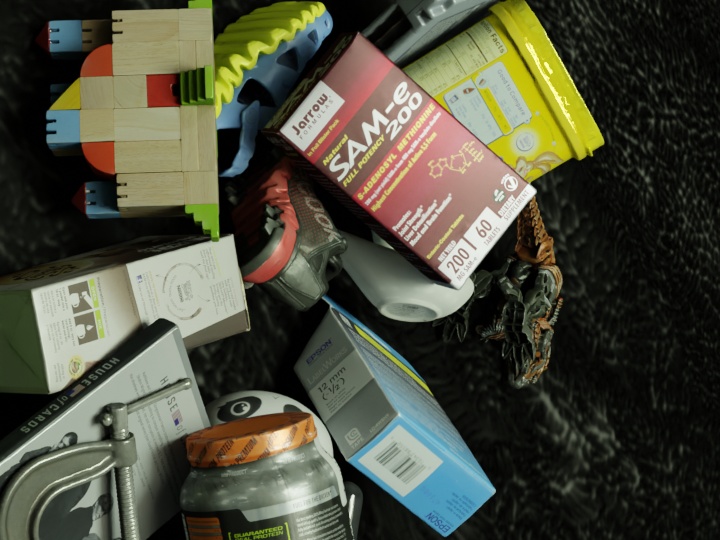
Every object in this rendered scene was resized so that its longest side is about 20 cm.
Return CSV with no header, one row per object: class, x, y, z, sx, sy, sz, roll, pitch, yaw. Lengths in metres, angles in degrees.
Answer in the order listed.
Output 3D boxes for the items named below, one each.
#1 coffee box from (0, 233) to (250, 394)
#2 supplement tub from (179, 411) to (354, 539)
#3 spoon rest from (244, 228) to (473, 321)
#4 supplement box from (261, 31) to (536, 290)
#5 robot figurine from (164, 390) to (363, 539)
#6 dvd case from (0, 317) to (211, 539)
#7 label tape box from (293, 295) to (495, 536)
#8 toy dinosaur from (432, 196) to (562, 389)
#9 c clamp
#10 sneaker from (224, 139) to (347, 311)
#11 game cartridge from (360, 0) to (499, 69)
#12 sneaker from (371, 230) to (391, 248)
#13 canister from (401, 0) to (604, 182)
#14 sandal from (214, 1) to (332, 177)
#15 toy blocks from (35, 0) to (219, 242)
coffee box,-0.195,0.031,1.495,0.200,0.113,0.080,-18,101,-44
supplement tub,-0.063,0.211,1.461,0.122,0.122,0.200,-15,97,-45
spoon rest,0.000,0.000,1.687,0.200,0.099,0.061,10,70,-16
supplement box,0.032,-0.088,1.608,0.200,0.061,0.109,40,84,-15
robot figurine,-0.090,0.195,1.587,0.150,0.125,0.200,28,69,-48
dvd case,-0.191,0.148,1.435,0.200,0.025,0.151,-39,133,-31
label tape box,0.017,0.118,1.701,0.066,0.200,0.143,-44,129,6
toy dinosaur,0.144,0.021,1.862,0.136,0.102,0.200,-33,112,-48
c clamp,-0.182,0.190,1.414,0.171,0.027,0.200,-13,111,-42
sneaker,-0.059,-0.037,1.620,0.098,0.071,0.201,42,23,-25
game cartridge,0.045,-0.203,1.702,0.133,0.200,0.042,-34,87,-44
sneaker,0.080,-0.101,1.810,0.200,0.077,0.111,-28,117,-36
canister,0.084,-0.120,1.691,0.200,0.087,0.149,-31,106,2
sandal,-0.092,-0.150,1.643,0.200,0.079,0.087,-46,123,-27
toy blocks,-0.178,-0.118,1.509,0.136,0.100,0.200,-2,83,-3
